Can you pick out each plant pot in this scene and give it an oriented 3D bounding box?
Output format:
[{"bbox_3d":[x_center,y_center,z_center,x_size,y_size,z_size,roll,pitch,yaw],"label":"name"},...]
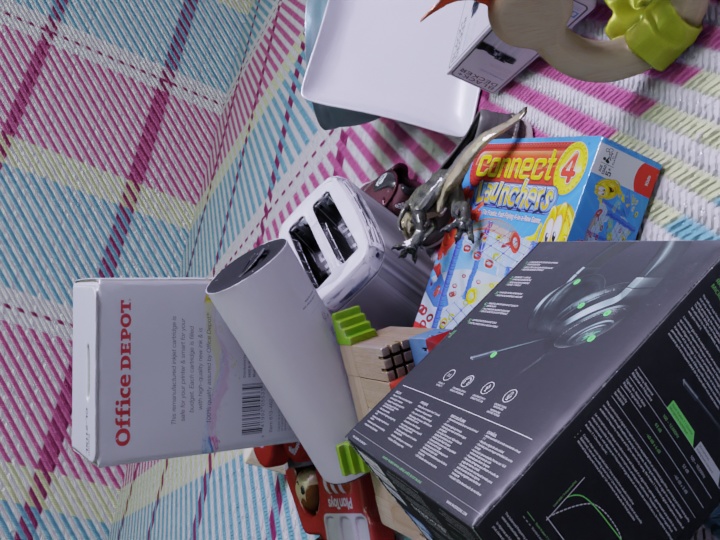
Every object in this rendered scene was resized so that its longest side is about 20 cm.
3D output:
[{"bbox_3d":[0.015,-0.284,1.022,0.200,0.131,0.206,1,-90,-79],"label":"plant pot"}]

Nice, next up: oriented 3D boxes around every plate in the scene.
[{"bbox_3d":[0.050,-0.260,0.908,0.032,0.196,0.204,75,-150,-77],"label":"plate"}]

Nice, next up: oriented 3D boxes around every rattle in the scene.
[{"bbox_3d":[0.142,-0.223,0.571,0.131,0.195,0.146,84,-171,-68],"label":"rattle"}]

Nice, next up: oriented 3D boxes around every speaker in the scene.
[{"bbox_3d":[-0.047,0.076,0.674,0.080,0.202,0.081,-26,18,10],"label":"speaker"}]

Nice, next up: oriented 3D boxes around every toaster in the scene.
[{"bbox_3d":[0.000,0.000,0.803,0.113,0.129,0.202,-42,43,15],"label":"toaster"}]

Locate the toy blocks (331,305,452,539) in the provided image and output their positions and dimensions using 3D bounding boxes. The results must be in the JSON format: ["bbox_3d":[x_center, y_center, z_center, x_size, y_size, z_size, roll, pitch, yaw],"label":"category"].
[{"bbox_3d":[0.050,0.124,0.602,0.136,0.098,0.205,-6,98,64],"label":"toy blocks"}]

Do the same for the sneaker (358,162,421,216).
[{"bbox_3d":[0.024,-0.045,0.932,0.115,0.074,0.204,-42,34,49],"label":"sneaker"}]

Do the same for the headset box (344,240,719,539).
[{"bbox_3d":[0.113,0.072,0.440,0.200,0.093,0.174,-43,14,-15],"label":"headset box"}]

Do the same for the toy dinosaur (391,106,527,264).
[{"bbox_3d":[0.071,-0.057,0.687,0.200,0.047,0.090,-42,26,53],"label":"toy dinosaur"}]

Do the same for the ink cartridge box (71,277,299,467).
[{"bbox_3d":[-0.146,0.080,0.702,0.082,0.197,0.150,0,89,55],"label":"ink cartridge box"}]

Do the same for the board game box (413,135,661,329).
[{"bbox_3d":[0.125,-0.002,0.638,0.200,0.055,0.200,-71,19,1],"label":"board game box"}]

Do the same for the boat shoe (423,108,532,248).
[{"bbox_3d":[0.094,-0.093,0.804,0.200,0.056,0.068,-47,31,50],"label":"boat shoe"}]

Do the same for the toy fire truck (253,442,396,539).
[{"bbox_3d":[-0.032,0.211,0.818,0.199,0.110,0.172,-31,65,58],"label":"toy fire truck"}]

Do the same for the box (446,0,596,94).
[{"bbox_3d":[0.154,-0.261,0.753,0.200,0.059,0.119,151,135,-74],"label":"box"}]

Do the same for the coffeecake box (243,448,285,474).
[{"bbox_3d":[-0.091,0.139,1.072,0.203,0.072,0.154,-64,20,20],"label":"coffeecake box"}]
